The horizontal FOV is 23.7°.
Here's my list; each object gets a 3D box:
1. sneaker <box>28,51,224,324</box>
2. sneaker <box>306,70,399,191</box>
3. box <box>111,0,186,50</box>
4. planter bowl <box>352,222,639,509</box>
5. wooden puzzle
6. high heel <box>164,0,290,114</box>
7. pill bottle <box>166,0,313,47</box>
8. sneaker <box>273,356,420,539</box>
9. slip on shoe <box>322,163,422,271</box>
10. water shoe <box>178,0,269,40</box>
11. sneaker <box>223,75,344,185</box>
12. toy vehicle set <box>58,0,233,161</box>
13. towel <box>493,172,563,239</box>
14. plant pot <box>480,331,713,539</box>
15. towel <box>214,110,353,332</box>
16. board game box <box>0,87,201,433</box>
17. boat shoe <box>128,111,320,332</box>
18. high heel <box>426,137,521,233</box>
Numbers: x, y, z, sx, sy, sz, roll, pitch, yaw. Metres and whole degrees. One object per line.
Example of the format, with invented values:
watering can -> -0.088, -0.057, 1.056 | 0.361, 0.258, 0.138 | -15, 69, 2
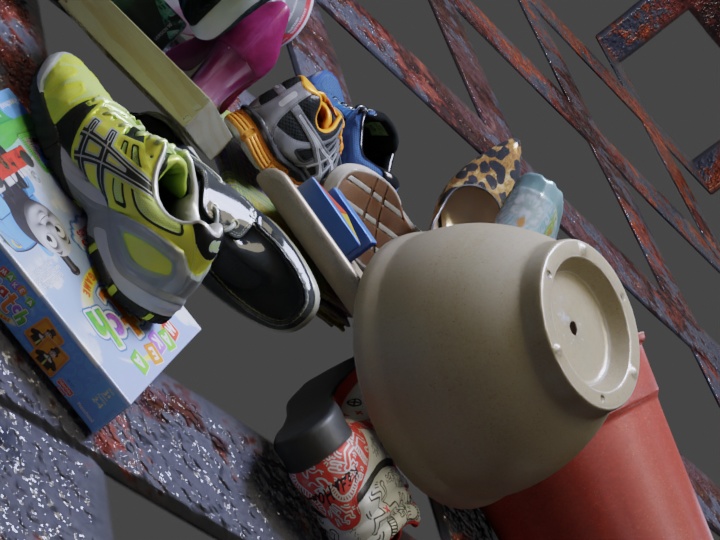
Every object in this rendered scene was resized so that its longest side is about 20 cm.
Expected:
sneaker -> -0.142, -0.064, 1.072 | 0.075, 0.076, 0.201 | 19, 36, -59
sneaker -> -0.005, -0.123, 1.615 | 0.078, 0.089, 0.201 | 37, 24, -43
box -> -0.220, -0.252, 1.323 | 0.200, 0.036, 0.144 | 45, -2, -15
planter bowl -> 0.108, 0.054, 1.188 | 0.199, 0.134, 0.202 | 23, 58, -43
wooden puzzle -> 0.000, 0.000, 1.312 | 0.186, 0.046, 0.200 | 54, 1, 5
high heel -> -0.104, -0.178, 1.368 | 0.067, 0.096, 0.200 | 45, -1, -9
pill bottle -> -0.129, -0.262, 1.527 | 0.114, 0.114, 0.200 | 57, 19, 13
sneaker -> -0.002, 0.131, 1.201 | 0.109, 0.067, 0.201 | 60, 13, -7
slip on shoe -> 0.010, -0.035, 1.507 | 0.060, 0.076, 0.200 | 24, -8, 36
water shoe -> -0.119, -0.226, 1.286 | 0.079, 0.071, 0.200 | 55, -5, -19
sneaker -> -0.045, -0.111, 1.432 | 0.078, 0.077, 0.200 | 52, 8, 10
toy vehicle set -> -0.153, -0.144, 1.256 | 0.124, 0.027, 0.200 | 45, -2, 2
towel -> 0.120, 0.027, 1.454 | 0.048, 0.172, 0.200 | 21, -16, 14
plant pot -> 0.185, 0.182, 1.386 | 0.197, 0.200, 0.200 | 63, 20, 8
towel -> -0.073, -0.049, 1.420 | 0.143, 0.023, 0.201 | 35, 24, -42
board game box -> -0.189, -0.011, 1.039 | 0.201, 0.036, 0.151 | 52, 17, -5
boat shoe -> -0.111, -0.031, 1.206 | 0.200, 0.072, 0.068 | 46, 9, 6
high heel -> 0.089, -0.028, 1.449 | 0.071, 0.201, 0.143 | 31, -1, 0
